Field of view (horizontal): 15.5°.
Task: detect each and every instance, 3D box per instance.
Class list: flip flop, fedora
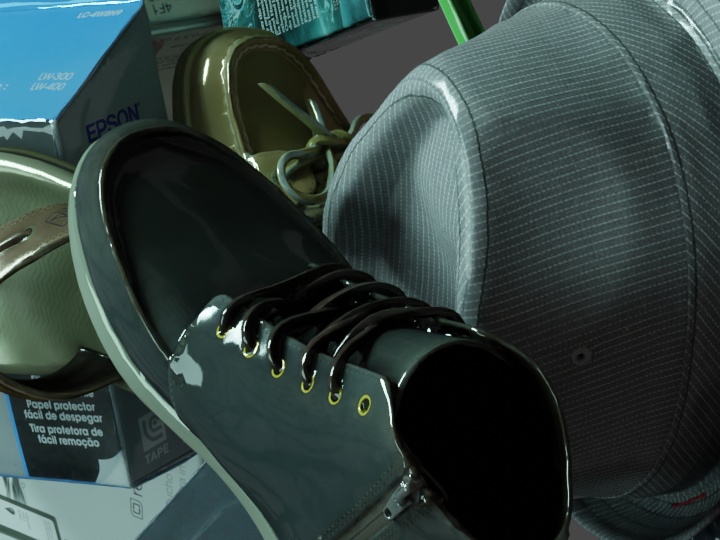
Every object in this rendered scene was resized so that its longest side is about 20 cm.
[{"bbox_3d":[-0.096,0.013,0.854,0.199,0.057,0.081,16,117,35],"label":"flip flop"},{"bbox_3d":[0.048,-0.006,0.767,0.177,0.090,0.201,58,148,39],"label":"fedora"}]

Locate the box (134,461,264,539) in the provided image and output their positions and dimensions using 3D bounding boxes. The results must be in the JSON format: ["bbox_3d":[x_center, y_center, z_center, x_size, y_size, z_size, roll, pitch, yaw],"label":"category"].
[{"bbox_3d":[-0.018,0.157,0.880,0.106,0.122,0.201,25,138,20],"label":"box"}]

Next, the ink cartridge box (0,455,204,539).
[{"bbox_3d":[-0.114,0.060,1.068,0.199,0.084,0.147,17,119,33],"label":"ink cartridge box"}]

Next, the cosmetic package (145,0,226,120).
[{"bbox_3d":[-0.118,-0.106,1.098,0.200,0.087,0.104,-45,60,62],"label":"cosmetic package"}]

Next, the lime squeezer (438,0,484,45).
[{"bbox_3d":[0.019,-0.164,0.851,0.070,0.038,0.201,8,109,32],"label":"lime squeezer"}]

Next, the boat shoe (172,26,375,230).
[{"bbox_3d":[0.000,0.000,0.911,0.063,0.073,0.201,-34,80,53],"label":"boat shoe"}]

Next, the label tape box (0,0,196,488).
[{"bbox_3d":[-0.135,-0.028,0.948,0.143,0.066,0.201,2,112,38],"label":"label tape box"}]

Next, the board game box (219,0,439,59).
[{"bbox_3d":[-0.030,-0.178,0.946,0.135,0.028,0.201,-9,91,66],"label":"board game box"}]

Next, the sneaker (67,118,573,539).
[{"bbox_3d":[-0.007,0.017,0.710,0.200,0.075,0.106,54,151,20],"label":"sneaker"}]
